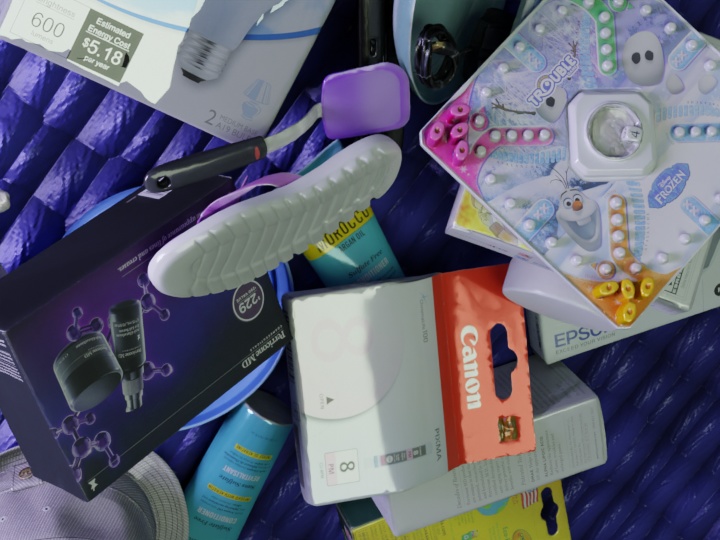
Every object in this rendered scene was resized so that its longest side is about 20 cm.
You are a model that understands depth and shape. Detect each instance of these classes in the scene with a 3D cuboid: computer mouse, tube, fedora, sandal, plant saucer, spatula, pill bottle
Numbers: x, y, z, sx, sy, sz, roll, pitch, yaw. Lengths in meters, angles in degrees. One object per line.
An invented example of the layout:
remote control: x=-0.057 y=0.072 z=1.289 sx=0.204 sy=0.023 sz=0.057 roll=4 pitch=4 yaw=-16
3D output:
computer mouse: x=0.087 y=-0.159 z=0.964 sx=0.034 sy=0.200 sz=0.059 roll=23 pitch=110 yaw=19
tube: x=-0.120 y=0.194 z=1.100 sx=0.077 sy=0.050 sz=0.201 roll=23 pitch=108 yaw=-15
fedora: x=-0.232 y=0.225 z=1.026 sx=0.199 sy=0.090 sz=0.178 roll=-6 pitch=113 yaw=-7
sandal: x=-0.062 y=-0.042 z=0.901 sx=0.202 sy=0.050 sz=0.083 roll=-27 pitch=151 yaw=-26
plant saucer: x=0.070 y=-0.219 z=0.944 sx=0.027 sy=0.200 sz=0.201 roll=21 pitch=108 yaw=19
tube: x=0.000 y=0.000 z=1.055 sx=0.077 sy=0.050 sz=0.201 roll=-41 pitch=115 yaw=-22
spatula: x=-0.054 y=-0.091 z=0.881 sx=0.199 sy=0.021 sz=0.057 roll=-24 pitch=135 yaw=-24
pill bottle: x=0.184 y=-0.062 z=1.029 sx=0.113 sy=0.114 sz=0.201 roll=22 pitch=81 yaw=-26

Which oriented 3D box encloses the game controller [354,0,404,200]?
game controller: x=0.008 y=-0.153 z=0.958 sx=0.042 sy=0.104 sz=0.201 roll=5 pitch=121 yaw=10

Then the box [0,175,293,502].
box: x=-0.158 y=0.039 z=0.914 sx=0.200 sy=0.079 sz=0.142 roll=-39 pitch=125 yaw=-32

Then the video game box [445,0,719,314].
video game box: x=0.176 y=-0.091 z=0.951 sx=0.181 sy=0.047 sz=0.201 roll=20 pitch=81 yaw=-5

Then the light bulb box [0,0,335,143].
light bulb box: x=-0.119 y=-0.219 z=0.883 sx=0.197 sy=0.125 sz=0.201 roll=22 pitch=104 yaw=-26

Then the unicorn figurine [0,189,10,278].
unicorn figurine: x=-0.278 y=0.015 z=0.941 sx=0.137 sy=0.074 sz=0.200 roll=40 pitch=105 yaw=-6

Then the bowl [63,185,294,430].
bowl: x=-0.151 y=0.028 z=1.021 sx=0.199 sy=0.039 sz=0.202 roll=-7 pitch=113 yaw=-17

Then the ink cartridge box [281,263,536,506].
ink cartridge box: x=0.044 y=0.085 z=1.023 sx=0.199 sy=0.057 sz=0.164 roll=-7 pitch=97 yaw=-10

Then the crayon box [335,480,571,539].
crayon box: x=0.087 y=0.236 z=1.185 sx=0.199 sy=0.051 sz=0.128 roll=-18 pitch=116 yaw=-12

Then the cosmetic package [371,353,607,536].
cosmetic package: x=0.099 y=0.145 z=1.125 sx=0.199 sy=0.102 sz=0.074 roll=-18 pitch=114 yaw=-11

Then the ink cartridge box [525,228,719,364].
ink cartridge box: x=0.229 y=-0.039 z=1.130 sx=0.198 sy=0.041 sz=0.201 roll=-18 pitch=116 yaw=-12

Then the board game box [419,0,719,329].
board game box: x=0.177 y=-0.097 z=0.917 sx=0.200 sy=0.026 sz=0.200 roll=43 pitch=81 yaw=1
